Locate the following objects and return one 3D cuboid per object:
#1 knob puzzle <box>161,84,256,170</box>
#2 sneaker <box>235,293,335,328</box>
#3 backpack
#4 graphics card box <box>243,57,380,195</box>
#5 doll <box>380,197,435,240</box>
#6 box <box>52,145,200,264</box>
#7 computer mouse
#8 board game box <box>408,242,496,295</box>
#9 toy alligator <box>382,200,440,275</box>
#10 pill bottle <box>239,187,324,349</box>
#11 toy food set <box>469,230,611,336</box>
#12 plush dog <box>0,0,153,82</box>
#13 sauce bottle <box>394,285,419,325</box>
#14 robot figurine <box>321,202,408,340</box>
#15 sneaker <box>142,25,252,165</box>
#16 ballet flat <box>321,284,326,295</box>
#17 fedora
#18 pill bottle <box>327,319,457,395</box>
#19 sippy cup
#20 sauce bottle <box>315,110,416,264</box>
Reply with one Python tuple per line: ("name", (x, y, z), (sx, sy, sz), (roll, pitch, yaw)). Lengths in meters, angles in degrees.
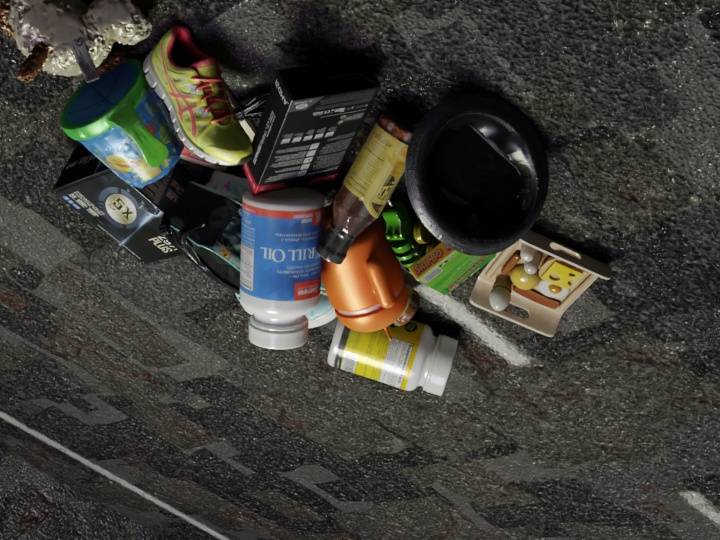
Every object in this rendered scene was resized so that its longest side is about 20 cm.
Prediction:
("knob puzzle", (-0.242, -0.199, 1.506), (0.216, 0.031, 0.221), (15, 150, 9))
("sneaker", (-0.128, 0.043, 1.789), (0.197, 0.075, 0.082), (3, 150, 25))
("backpack", (-0.168, -0.043, 1.570), (0.200, 0.154, 0.175), (48, 162, -32))
("graphics card box", (-0.064, -0.176, 1.341), (0.124, 0.051, 0.201), (-14, 157, -25))
("doll", (0.079, -0.065, 1.515), (0.136, 0.049, 0.199), (39, 149, -20))
("box", (-0.338, -0.110, 1.652), (0.162, 0.087, 0.200), (-11, 138, 41))
("computer mouse", (-0.124, -0.150, 1.472), (0.138, 0.047, 0.201), (-13, 138, 22))
("board game box", (0.128, -0.011, 1.456), (0.030, 0.095, 0.200), (55, -172, 17))
("toy alligator", (0.057, -0.047, 1.454), (0.059, 0.055, 0.201), (0, 142, 37))
("pill bottle", (-0.106, -0.004, 1.444), (0.110, 0.112, 0.204), (8, 107, 19))
("toy food set", (0.253, 0.023, 1.542), (0.142, 0.061, 0.200), (23, 150, -4))
("plush dog", (-0.373, -0.291, 1.344), (0.198, 0.163, 0.172), (26, 173, -12))
("sauce bottle", (0.000, 0.010, 1.654), (0.199, 0.067, 0.066), (36, 147, -22))
("robot figurine", (0.000, -0.001, 1.521), (0.142, 0.117, 0.203), (-5, 117, 34))
("sneaker", (-0.197, -0.219, 1.343), (0.201, 0.078, 0.090), (51, 135, 10))
("ballet flat", (-0.119, -0.013, 1.712), (0.197, 0.069, 0.075), (25, 172, -11))
("fedora", (0.130, -0.119, 1.323), (0.199, 0.202, 0.091), (33, 178, -22))
("pill bottle", (0.054, 0.131, 1.783), (0.197, 0.116, 0.115), (18, 150, 3))
("sippy cup", (-0.307, -0.187, 1.437), (0.138, 0.180, 0.131), (-21, 129, 20))
("sauce bottle", (0.007, -0.102, 1.374), (0.065, 0.066, 0.202), (26, 110, -12))
